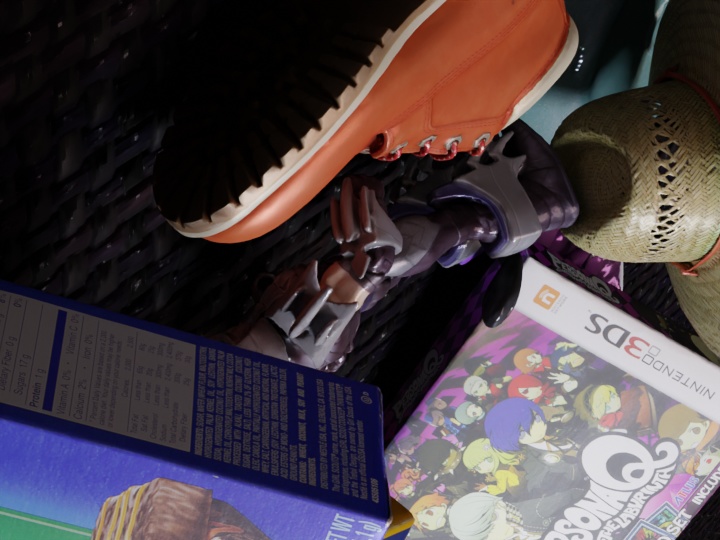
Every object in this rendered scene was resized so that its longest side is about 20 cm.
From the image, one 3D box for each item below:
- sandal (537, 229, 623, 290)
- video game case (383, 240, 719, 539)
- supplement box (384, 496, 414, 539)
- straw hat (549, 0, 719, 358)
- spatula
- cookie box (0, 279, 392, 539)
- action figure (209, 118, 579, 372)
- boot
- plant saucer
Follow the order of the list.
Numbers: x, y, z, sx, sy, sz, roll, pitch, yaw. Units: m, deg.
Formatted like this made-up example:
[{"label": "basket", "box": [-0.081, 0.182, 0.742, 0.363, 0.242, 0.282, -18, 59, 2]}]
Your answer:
[{"label": "sandal", "box": [0.137, -0.004, 1.088, 0.083, 0.050, 0.203, -49, 155, -10]}, {"label": "video game case", "box": [0.101, 0.101, 1.023, 0.180, 0.036, 0.201, 29, 110, -21]}, {"label": "supplement box", "box": [-0.086, 0.136, 0.804, 0.199, 0.109, 0.110, -10, 131, -56]}, {"label": "straw hat", "box": [0.131, -0.044, 0.856, 0.084, 0.202, 0.202, -7, 139, -13]}, {"label": "spatula", "box": [0.067, -0.009, 0.907, 0.057, 0.020, 0.200, -60, -174, 16]}, {"label": "cookie box", "box": [-0.111, 0.098, 0.615, 0.075, 0.198, 0.172, -96, -155, -59]}, {"label": "action figure", "box": [0.000, 0.000, 0.804, 0.199, 0.070, 0.130, -33, 179, -38]}, {"label": "boot", "box": [0.011, -0.065, 0.723, 0.200, 0.075, 0.108, -45, 133, -18]}, {"label": "plant saucer", "box": [0.145, -0.134, 0.950, 0.200, 0.036, 0.201, -41, 153, -26]}]
